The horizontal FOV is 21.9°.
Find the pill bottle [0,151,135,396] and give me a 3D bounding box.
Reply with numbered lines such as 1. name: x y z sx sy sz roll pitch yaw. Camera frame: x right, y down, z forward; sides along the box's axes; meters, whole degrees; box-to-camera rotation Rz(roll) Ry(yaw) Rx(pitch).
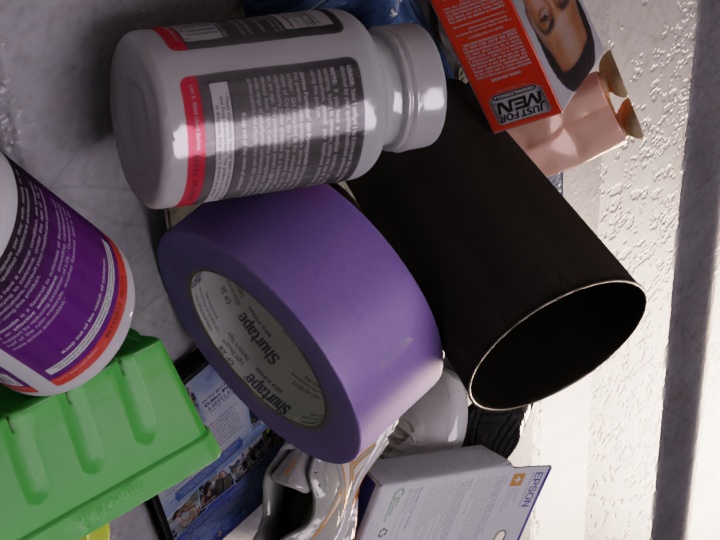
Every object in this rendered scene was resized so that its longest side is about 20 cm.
1. pill bottle: -0.222 -0.009 1.087 0.113 0.112 0.200 -53 147 -6

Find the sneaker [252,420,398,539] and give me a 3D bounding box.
1. sneaker: -0.030 0.141 1.472 0.092 0.075 0.202 14 90 -61

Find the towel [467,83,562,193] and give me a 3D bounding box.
1. towel: 0.119 -0.082 1.519 0.111 0.048 0.201 -34 140 -28

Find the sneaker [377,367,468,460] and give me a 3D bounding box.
1. sneaker: 0.022 0.169 1.599 0.201 0.070 0.080 -56 144 0

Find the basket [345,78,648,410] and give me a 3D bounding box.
1. basket: 0.084 -0.023 1.298 0.136 0.201 0.180 -43 154 18

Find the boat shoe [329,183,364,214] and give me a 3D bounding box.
1. boat shoe: 0.000 0.000 1.430 0.075 0.074 0.201 -20 130 15

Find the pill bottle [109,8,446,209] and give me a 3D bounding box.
1. pill bottle: -0.050 -0.106 1.181 0.198 0.111 0.112 -10 128 -23

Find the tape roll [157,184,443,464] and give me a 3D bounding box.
1. tape roll: -0.042 0.029 1.275 0.085 0.199 0.201 -41 144 -24

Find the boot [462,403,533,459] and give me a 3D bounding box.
1. boot: 0.113 0.153 1.700 0.200 0.070 0.132 -52 -178 38

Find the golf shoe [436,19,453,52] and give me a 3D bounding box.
1. golf shoe: 0.106 -0.236 1.349 0.075 0.091 0.201 -32 139 -30

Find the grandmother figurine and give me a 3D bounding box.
1. grandmother figurine: 0.113 -0.086 1.408 0.198 0.122 0.061 -22 -171 9

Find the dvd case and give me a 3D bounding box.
1. dvd case: -0.112 0.133 1.439 0.142 0.017 0.201 -40 144 -24

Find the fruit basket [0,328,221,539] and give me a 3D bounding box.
1. fruit basket: -0.206 0.152 1.232 0.214 0.155 0.218 -15 111 -42

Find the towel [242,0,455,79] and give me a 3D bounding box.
1. towel: -0.004 -0.151 1.295 0.111 0.049 0.200 -35 146 -1

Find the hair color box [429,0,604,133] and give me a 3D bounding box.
1. hair color box: 0.088 -0.208 1.264 0.201 0.061 0.102 62 36 -20

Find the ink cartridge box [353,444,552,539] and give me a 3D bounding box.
1. ink cartridge box: 0.051 0.243 1.607 0.199 0.041 0.201 -1 122 -39
